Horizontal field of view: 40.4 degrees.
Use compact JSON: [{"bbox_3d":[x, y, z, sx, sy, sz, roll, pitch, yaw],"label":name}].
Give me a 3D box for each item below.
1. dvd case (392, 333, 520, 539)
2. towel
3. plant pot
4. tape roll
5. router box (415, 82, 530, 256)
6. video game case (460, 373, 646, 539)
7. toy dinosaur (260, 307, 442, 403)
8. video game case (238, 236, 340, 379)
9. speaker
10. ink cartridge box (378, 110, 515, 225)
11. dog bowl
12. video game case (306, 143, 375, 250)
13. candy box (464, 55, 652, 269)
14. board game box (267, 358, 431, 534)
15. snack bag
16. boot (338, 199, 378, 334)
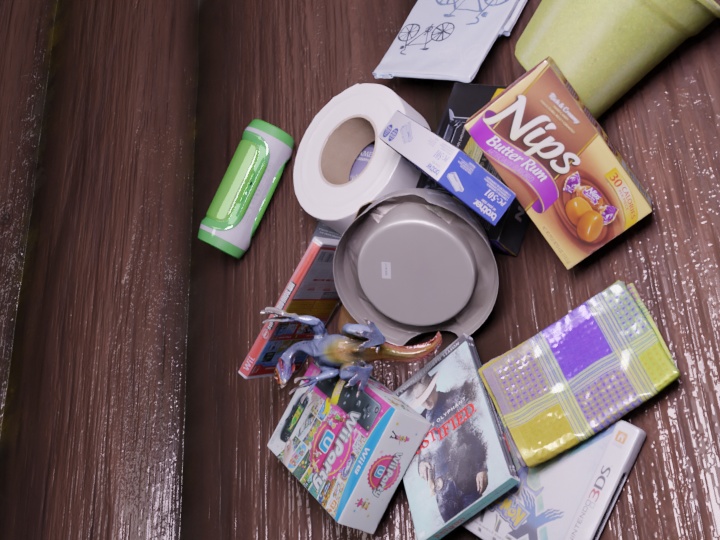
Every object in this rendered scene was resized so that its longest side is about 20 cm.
[{"bbox_3d":[0.099,0.192,1.123,0.146,0.022,0.202,-42,39,27],"label":"dvd case"},{"bbox_3d":[0.229,0.110,1.049,0.198,0.023,0.145,-33,46,17],"label":"towel"},{"bbox_3d":[0.280,-0.284,1.119,0.185,0.198,0.202,-51,45,26],"label":"plant pot"},{"bbox_3d":[0.002,-0.151,1.341,0.200,0.070,0.207,-19,58,34],"label":"tape roll"},{"bbox_3d":[0.156,-0.132,1.231,0.155,0.052,0.204,14,80,44],"label":"router box"},{"bbox_3d":[0.186,0.217,1.060,0.198,0.022,0.185,24,87,45],"label":"video game case"},{"bbox_3d":[-0.030,0.112,1.184,0.181,0.196,0.108,170,109,-68],"label":"toy dinosaur"},{"bbox_3d":[-0.071,0.050,1.271,0.017,0.142,0.202,35,102,21],"label":"video game case"},{"bbox_3d":[-0.175,-0.125,1.499,0.088,0.088,0.203,21,85,44],"label":"speaker"},{"bbox_3d":[0.096,-0.123,1.135,0.045,0.093,0.200,-53,26,6],"label":"ink cartridge box"},{"bbox_3d":[0.068,-0.006,1.163,0.198,0.201,0.059,-30,19,27],"label":"dog bowl"},{"bbox_3d":[0.001,-0.078,1.367,0.141,0.019,0.203,16,81,44],"label":"video game case"},{"bbox_3d":[0.220,-0.119,1.084,0.116,0.201,0.057,-35,6,22],"label":"candy box"},{"bbox_3d":[-0.019,0.202,1.197,0.199,0.064,0.150,30,93,55],"label":"board game box"},{"bbox_3d":[0.130,-0.333,1.345,0.186,0.021,0.202,13,65,42],"label":"snack bag"},{"bbox_3d":[0.000,0.000,1.256,0.073,0.074,0.203,39,118,43],"label":"boot"}]
